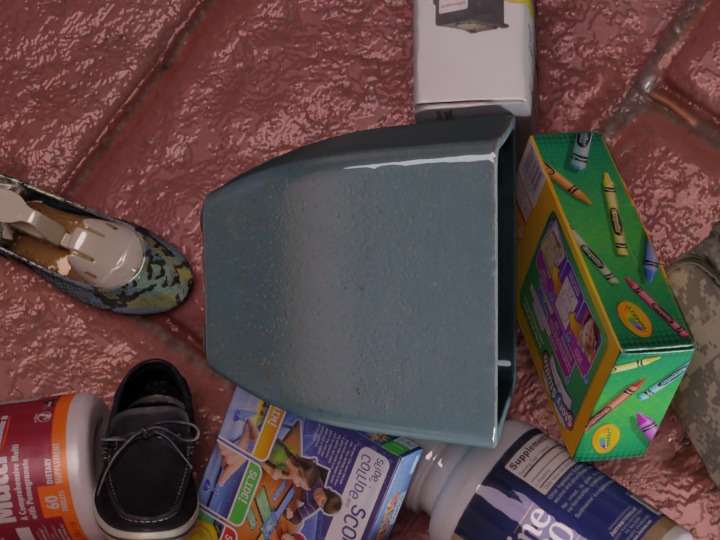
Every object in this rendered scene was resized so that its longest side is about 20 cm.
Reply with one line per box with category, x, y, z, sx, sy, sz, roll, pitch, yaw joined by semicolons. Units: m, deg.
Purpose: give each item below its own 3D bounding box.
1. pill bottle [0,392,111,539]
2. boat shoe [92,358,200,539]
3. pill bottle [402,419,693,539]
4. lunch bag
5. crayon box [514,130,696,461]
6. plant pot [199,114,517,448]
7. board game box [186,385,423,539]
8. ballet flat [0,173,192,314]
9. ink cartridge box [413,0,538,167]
pill bottle;-0.279;0.152;1.587;0.199;0.110;0.110;-8;72;7
boat shoe;-0.148;0.127;1.535;0.074;0.200;0.062;-1;118;-1
pill bottle;0.118;0.173;1.508;0.200;0.111;0.111;33;82;18
lunch bag;0.287;0.062;1.505;0.168;0.139;0.200;-35;68;17
crayon box;0.156;0.016;1.510;0.058;0.119;0.200;-4;50;-18
plant pot;0.000;0.000;1.466;0.199;0.196;0.196;1;99;7
board game box;-0.052;0.181;1.524;0.135;0.034;0.200;29;110;21
ballet flat;-0.223;-0.022;1.651;0.200;0.074;0.074;18;78;15
ink cartridge box;0.086;-0.188;1.604;0.083;0.146;0.201;-2;74;7
